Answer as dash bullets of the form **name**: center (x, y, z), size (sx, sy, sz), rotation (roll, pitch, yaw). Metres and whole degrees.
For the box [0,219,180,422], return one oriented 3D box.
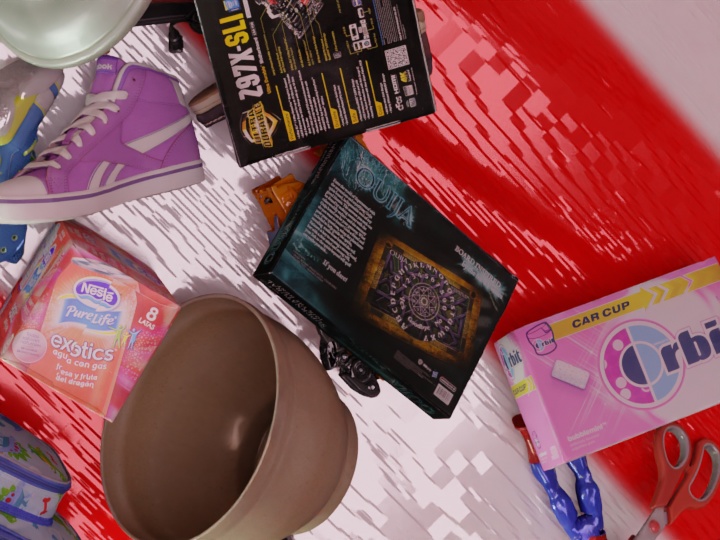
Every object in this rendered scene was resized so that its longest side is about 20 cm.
- **box**: center (-0.207, 0.031, 1.605), size (0.095, 0.200, 0.103), rotation (31, 90, -13)

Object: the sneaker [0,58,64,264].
- **sneaker**: center (-0.281, -0.070, 1.649), size (0.200, 0.076, 0.105), rotation (-46, 121, 0)

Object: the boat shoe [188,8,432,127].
- **boat shoe**: center (-0.035, -0.147, 1.682), size (0.200, 0.072, 0.065), rotation (-23, 102, -11)

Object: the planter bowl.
- **planter bowl**: center (-0.088, 0.133, 1.667), size (0.135, 0.200, 0.200), rotation (25, 93, -42)

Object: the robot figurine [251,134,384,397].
- **robot figurine**: center (0.000, 0.000, 1.708), size (0.145, 0.058, 0.200), rotation (-33, 105, -29)

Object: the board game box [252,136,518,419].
- **board game box**: center (0.024, 0.006, 1.670), size (0.200, 0.028, 0.135), rotation (40, 65, -25)

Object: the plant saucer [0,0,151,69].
- **plant saucer**: center (-0.224, -0.250, 1.566), size (0.050, 0.200, 0.200), rotation (9, 98, -51)

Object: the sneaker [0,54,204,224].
- **sneaker**: center (-0.211, -0.101, 1.622), size (0.200, 0.073, 0.114), rotation (-21, 106, -46)

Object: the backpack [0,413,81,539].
- **backpack**: center (-0.299, 0.182, 1.618), size (0.200, 0.183, 0.147), rotation (36, 91, -20)

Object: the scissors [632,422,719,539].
- **scissors**: center (0.252, 0.208, 1.769), size (0.073, 0.014, 0.200), rotation (39, 51, -16)

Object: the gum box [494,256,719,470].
- **gum box**: center (0.225, 0.074, 1.750), size (0.200, 0.066, 0.114), rotation (-19, 83, -14)

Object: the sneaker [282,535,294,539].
- **sneaker**: center (-0.100, 0.289, 1.732), size (0.078, 0.077, 0.200), rotation (19, 93, -13)

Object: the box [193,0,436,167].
- **box**: center (-0.040, -0.189, 1.592), size (0.159, 0.049, 0.200), rotation (-15, 123, -1)

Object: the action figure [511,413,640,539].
- **action figure**: center (0.191, 0.214, 1.776), size (0.065, 0.099, 0.200), rotation (-23, 105, -7)

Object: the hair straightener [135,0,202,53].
- **hair straightener**: center (-0.128, -0.206, 1.651), size (0.200, 0.077, 0.041), rotation (-11, 62, -35)
